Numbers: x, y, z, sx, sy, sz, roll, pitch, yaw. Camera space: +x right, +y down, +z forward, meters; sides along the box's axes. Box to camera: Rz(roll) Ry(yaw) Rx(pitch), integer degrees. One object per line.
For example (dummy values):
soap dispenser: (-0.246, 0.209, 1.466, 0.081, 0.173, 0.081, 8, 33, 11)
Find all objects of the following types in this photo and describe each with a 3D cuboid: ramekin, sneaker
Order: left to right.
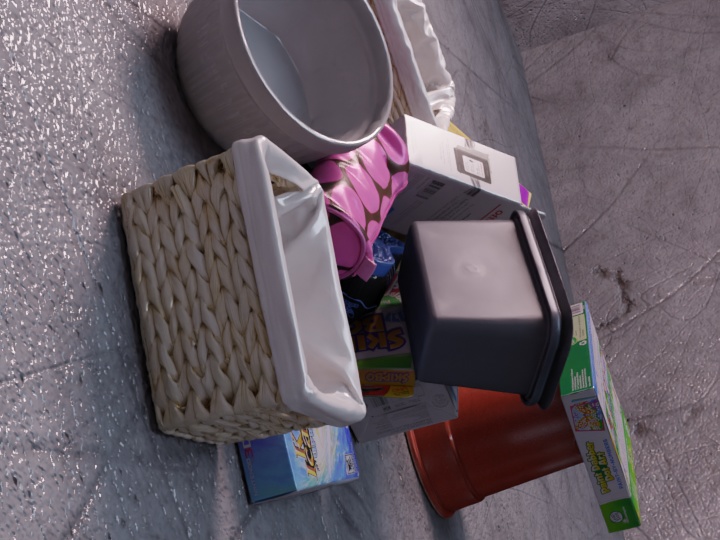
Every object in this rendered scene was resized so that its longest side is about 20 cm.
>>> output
ramekin: (-0.074, -0.187, 1.195, 0.199, 0.105, 0.202, 25, 55, -41)
sneaker: (0.000, 0.000, 1.375, 0.070, 0.078, 0.200, 29, 12, 2)

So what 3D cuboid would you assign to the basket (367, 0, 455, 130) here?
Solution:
basket: (0.005, -0.236, 1.533, 0.198, 0.160, 0.201, -71, 141, -66)

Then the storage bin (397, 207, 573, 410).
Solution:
storage bin: (0.113, 0.038, 1.321, 0.201, 0.133, 0.146, -98, -165, -49)

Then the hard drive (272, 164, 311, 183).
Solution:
hard drive: (-0.063, -0.070, 1.333, 0.200, 0.042, 0.136, -72, 143, -66)

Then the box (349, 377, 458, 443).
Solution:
box: (0.045, 0.085, 1.421, 0.201, 0.116, 0.060, -85, 154, -56)

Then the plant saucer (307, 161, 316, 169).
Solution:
plant saucer: (-0.048, -0.127, 1.335, 0.200, 0.019, 0.070, 51, 21, -33)

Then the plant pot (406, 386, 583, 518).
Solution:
plant pot: (0.173, 0.182, 1.630, 0.201, 0.194, 0.202, -17, 90, -76)

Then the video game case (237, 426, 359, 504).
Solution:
video game case: (-0.066, 0.092, 1.146, 0.181, 0.045, 0.202, 15, 60, -72)

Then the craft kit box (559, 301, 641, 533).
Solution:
craft kit box: (0.282, 0.171, 1.578, 0.200, 0.048, 0.199, -76, 144, -62)

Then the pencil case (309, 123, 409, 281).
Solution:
pencil case: (-0.008, -0.067, 1.242, 0.200, 0.093, 0.091, -65, 179, -54)

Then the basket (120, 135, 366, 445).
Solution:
basket: (-0.088, 0.023, 0.987, 0.135, 0.122, 0.202, 35, 42, -68)

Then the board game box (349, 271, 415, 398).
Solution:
board game box: (0.012, 0.062, 1.362, 0.201, 0.095, 0.030, -83, 172, -55)

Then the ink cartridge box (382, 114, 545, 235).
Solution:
ink cartridge box: (0.095, -0.088, 1.469, 0.199, 0.116, 0.067, 17, 53, -32)

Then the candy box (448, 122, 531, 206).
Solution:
candy box: (0.132, -0.086, 1.650, 0.200, 0.056, 0.118, 35, 60, -42)

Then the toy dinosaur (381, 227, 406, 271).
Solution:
toy dinosaur: (0.039, -0.006, 1.523, 0.058, 0.100, 0.202, -19, 93, -75)
